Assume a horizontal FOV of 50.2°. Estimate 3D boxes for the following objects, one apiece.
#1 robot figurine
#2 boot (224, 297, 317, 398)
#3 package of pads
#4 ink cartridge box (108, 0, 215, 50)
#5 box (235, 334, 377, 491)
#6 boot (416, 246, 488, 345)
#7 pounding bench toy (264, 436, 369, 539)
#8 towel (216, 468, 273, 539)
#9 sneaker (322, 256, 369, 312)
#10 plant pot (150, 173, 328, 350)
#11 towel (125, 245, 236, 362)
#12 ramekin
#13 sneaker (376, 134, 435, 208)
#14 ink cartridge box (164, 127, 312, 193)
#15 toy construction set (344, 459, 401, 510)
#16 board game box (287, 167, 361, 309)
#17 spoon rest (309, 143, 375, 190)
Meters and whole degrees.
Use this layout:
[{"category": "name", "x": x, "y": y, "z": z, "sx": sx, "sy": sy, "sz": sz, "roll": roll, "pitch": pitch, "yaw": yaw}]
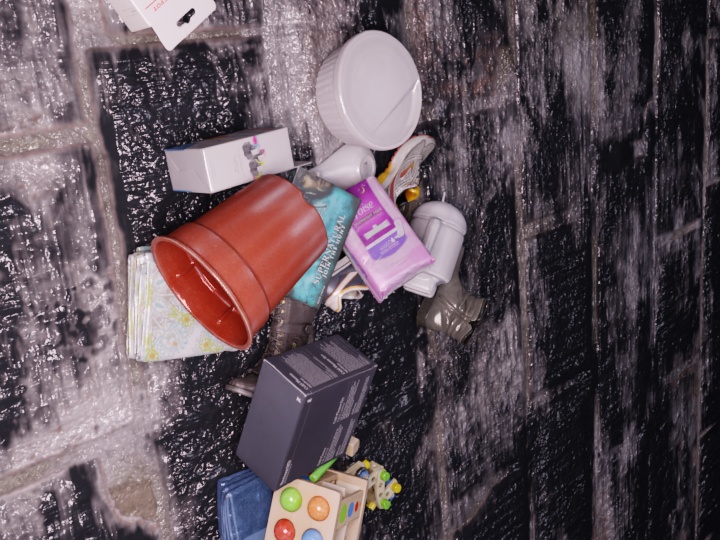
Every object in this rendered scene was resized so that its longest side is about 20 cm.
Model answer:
[{"category": "robot figurine", "x": 0.142, "y": -0.051, "z": 1.525, "sx": 0.170, "sy": 0.112, "sz": 0.202, "roll": 68, "pitch": 40, "yaw": -79}, {"category": "boot", "x": -0.149, "y": 0.124, "z": 1.320, "sx": 0.199, "sy": 0.069, "sz": 0.177, "roll": 0, "pitch": 97, "yaw": -54}, {"category": "package of pads", "x": 0.028, "y": -0.057, "z": 1.352, "sx": 0.120, "sy": 0.076, "sz": 0.201, "roll": -32, "pitch": 77, "yaw": -13}, {"category": "ink cartridge box", "x": -0.305, "y": -0.419, "z": 1.072, "sx": 0.117, "sy": 0.067, "sz": 0.201, "roll": -51, "pitch": 126, "yaw": -24}, {"category": "box", "x": -0.090, "y": 0.231, "z": 1.280, "sx": 0.181, "sy": 0.104, "sz": 0.202, "roll": -14, "pitch": 130, "yaw": -51}, {"category": "boot", "x": 0.209, "y": 0.048, "z": 1.587, "sx": 0.068, "sy": 0.130, "sz": 0.202, "roll": 37, "pitch": 73, "yaw": -58}, {"category": "pounding bench toy", "x": -0.071, "y": 0.390, "z": 1.357, "sx": 0.156, "sy": 0.123, "sz": 0.203, "roll": 16, "pitch": 85, "yaw": -68}, {"category": "towel", "x": -0.193, "y": 0.449, "z": 1.341, "sx": 0.111, "sy": 0.048, "sz": 0.203, "roll": -14, "pitch": 106, "yaw": -42}, {"category": "sneaker", "x": 0.000, "y": 0.000, "z": 1.413, "sx": 0.199, "sy": 0.078, "sz": 0.080, "roll": -39, "pitch": 85, "yaw": -23}, {"category": "plant pot", "x": -0.163, "y": -0.025, "z": 1.117, "sx": 0.195, "sy": 0.200, "sz": 0.202, "roll": -44, "pitch": 124, "yaw": -28}, {"category": "towel", "x": -0.271, "y": 0.048, "z": 1.202, "sx": 0.198, "sy": 0.048, "sz": 0.174, "roll": -3, "pitch": 102, "yaw": -43}, {"category": "ramekin", "x": 0.009, "y": -0.311, "z": 1.357, "sx": 0.201, "sy": 0.094, "sz": 0.205, "roll": -1, "pitch": 91, "yaw": -41}, {"category": "sneaker", "x": 0.088, "y": -0.172, "z": 1.463, "sx": 0.201, "sy": 0.082, "sz": 0.078, "roll": -55, "pitch": 162, "yaw": -17}, {"category": "ink cartridge box", "x": -0.186, "y": -0.178, "z": 1.194, "sx": 0.199, "sy": 0.114, "sz": 0.069, "roll": -23, "pitch": 112, "yaw": -39}, {"category": "toy construction set", "x": -0.008, "y": 0.448, "z": 1.495, "sx": 0.200, "sy": 0.091, "sz": 0.132, "roll": -41, "pitch": 124, "yaw": -44}, {"category": "board game box", "x": -0.090, "y": -0.053, "z": 1.268, "sx": 0.134, "sy": 0.028, "sz": 0.202, "roll": 24, "pitch": 84, "yaw": -32}, {"category": "spoon rest", "x": -0.037, "y": -0.177, "z": 1.384, "sx": 0.199, "sy": 0.060, "sz": 0.101, "roll": -25, "pitch": 116, "yaw": -52}]
